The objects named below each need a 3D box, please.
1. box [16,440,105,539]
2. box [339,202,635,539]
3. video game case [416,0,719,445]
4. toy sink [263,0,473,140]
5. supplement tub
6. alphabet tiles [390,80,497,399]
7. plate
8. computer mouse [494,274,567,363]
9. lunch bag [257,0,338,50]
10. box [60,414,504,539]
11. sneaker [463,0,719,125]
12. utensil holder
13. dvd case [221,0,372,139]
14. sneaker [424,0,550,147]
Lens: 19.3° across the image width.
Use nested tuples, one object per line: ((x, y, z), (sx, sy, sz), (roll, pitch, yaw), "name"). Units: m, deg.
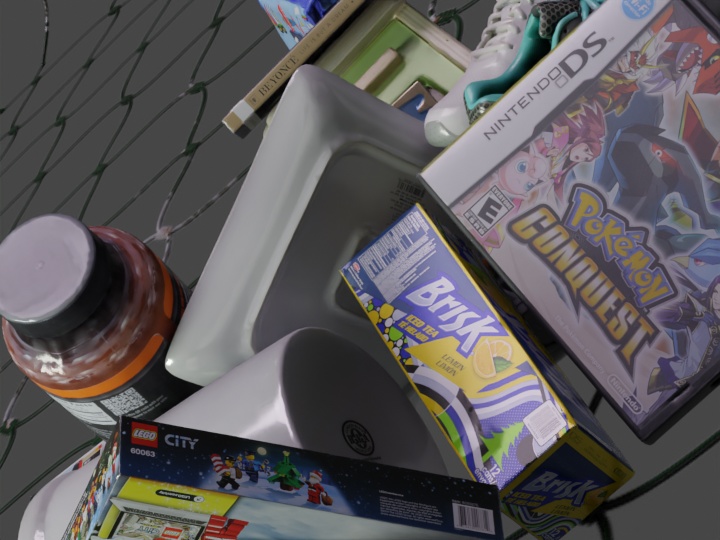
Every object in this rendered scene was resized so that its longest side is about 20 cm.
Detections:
((-0.222, 0.212, 1.601), (0.110, 0.035, 0.200), (-38, 21, 22), "box")
((0.067, 0.054, 1.165), (0.064, 0.070, 0.200), (-42, 45, 10), "box")
((0.157, -0.040, 1.138), (0.181, 0.200, 0.025), (-42, -21, 8), "video game case")
((0.021, -0.104, 1.469), (0.130, 0.112, 0.200), (-46, 63, -5), "toy sink")
((-0.145, 0.042, 1.279), (0.107, 0.200, 0.107), (-11, 59, 18), "supplement tub")
((0.040, -0.019, 1.373), (0.200, 0.166, 0.006), (-42, -15, 9), "alphabet tiles")
((0.000, 0.000, 1.283), (0.032, 0.199, 0.200), (26, 93, 49), "plate")
((0.126, 0.016, 1.274), (0.200, 0.053, 0.138), (-34, 16, -5), "computer mouse")
((0.003, -0.164, 1.649), (0.094, 0.200, 0.151), (-46, 19, -3), "lunch bag")
((-0.046, 0.144, 1.073), (0.137, 0.200, 0.038), (120, 155, -44), "box")
((0.140, -0.131, 1.209), (0.200, 0.091, 0.078), (-48, 27, 1), "sneaker")
((-0.068, 0.147, 1.221), (0.200, 0.170, 0.170), (-35, 22, 23), "utensil holder")
((-0.020, -0.169, 1.481), (0.200, 0.016, 0.149), (-46, 2, 1), "dvd case")
((0.102, -0.142, 1.299), (0.200, 0.080, 0.070), (-39, 24, -33), "sneaker")
